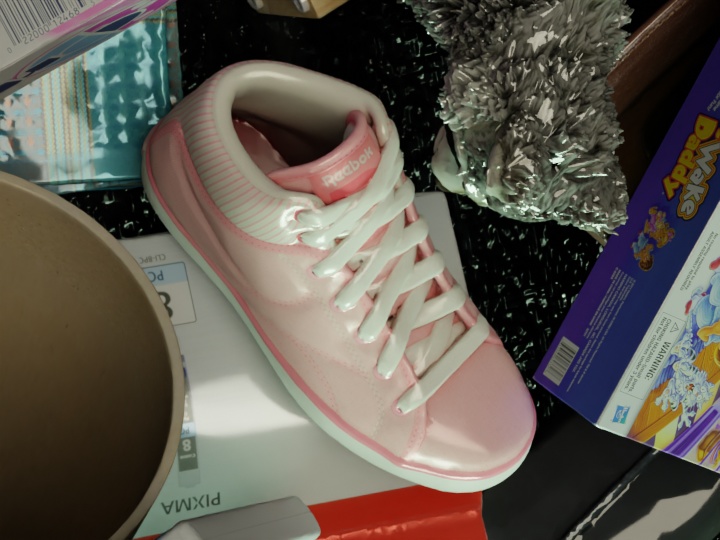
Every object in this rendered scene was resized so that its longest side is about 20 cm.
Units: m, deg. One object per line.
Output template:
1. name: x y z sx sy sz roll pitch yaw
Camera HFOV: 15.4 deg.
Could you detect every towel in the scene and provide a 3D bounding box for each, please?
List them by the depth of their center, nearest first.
1. towel: -0.145 -0.126 1.071 0.145 0.022 0.202 -7 102 -19

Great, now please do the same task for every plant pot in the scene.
1. plant pot: -0.173 0.091 1.001 0.186 0.200 0.189 7 55 -10

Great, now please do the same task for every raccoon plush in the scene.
1. raccoon plush: 0.079 -0.110 0.966 0.096 0.135 0.201 1 137 -29

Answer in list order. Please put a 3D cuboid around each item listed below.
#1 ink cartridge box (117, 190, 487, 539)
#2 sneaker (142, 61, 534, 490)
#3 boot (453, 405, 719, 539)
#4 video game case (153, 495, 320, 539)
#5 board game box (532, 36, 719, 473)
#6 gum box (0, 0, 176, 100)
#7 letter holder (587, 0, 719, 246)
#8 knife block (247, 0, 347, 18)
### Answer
1. ink cartridge box: -0.023 0.077 1.097 0.159 0.047 0.202 -9 76 -18
2. sneaker: 0.000 0.000 1.037 0.200 0.105 0.075 46 64 1
3. boot: 0.154 0.110 1.167 0.200 0.066 0.165 -40 77 -12
4. video game case: -0.106 0.147 0.967 0.182 0.200 0.023 -37 82 6
5. board game box: 0.172 -0.017 1.065 0.134 0.045 0.201 21 101 -40
6. gum box: -0.117 -0.112 0.975 0.199 0.113 0.066 -28 92 10
7. letter holder: 0.164 -0.110 1.107 0.200 0.101 0.142 -39 144 -11
8. knife block: 0.015 -0.189 1.089 0.175 0.064 0.201 -36 111 -19
